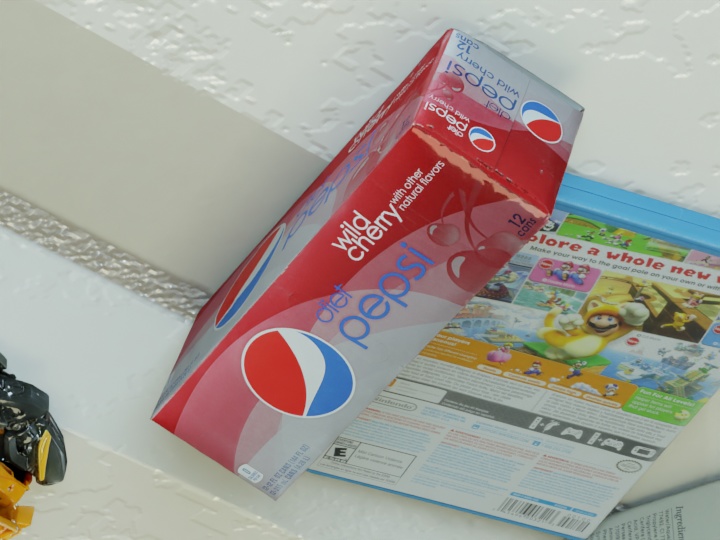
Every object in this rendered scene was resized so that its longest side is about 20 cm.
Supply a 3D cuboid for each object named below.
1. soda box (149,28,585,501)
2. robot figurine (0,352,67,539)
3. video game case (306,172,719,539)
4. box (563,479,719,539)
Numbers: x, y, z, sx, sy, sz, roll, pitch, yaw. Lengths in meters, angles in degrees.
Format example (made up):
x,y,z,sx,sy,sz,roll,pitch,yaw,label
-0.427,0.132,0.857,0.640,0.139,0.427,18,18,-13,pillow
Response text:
x,y,z,sx,sy,sz,roll,pitch,yaw,label
0.000,0.000,1.142,0.063,0.070,0.200,33,130,-10,soda box
-0.215,0.067,1.229,0.145,0.058,0.200,-27,133,25,robot figurine
0.077,0.038,1.239,0.143,0.018,0.200,16,137,-19,video game case
0.192,0.130,1.306,0.200,0.082,0.068,-19,137,21,box
